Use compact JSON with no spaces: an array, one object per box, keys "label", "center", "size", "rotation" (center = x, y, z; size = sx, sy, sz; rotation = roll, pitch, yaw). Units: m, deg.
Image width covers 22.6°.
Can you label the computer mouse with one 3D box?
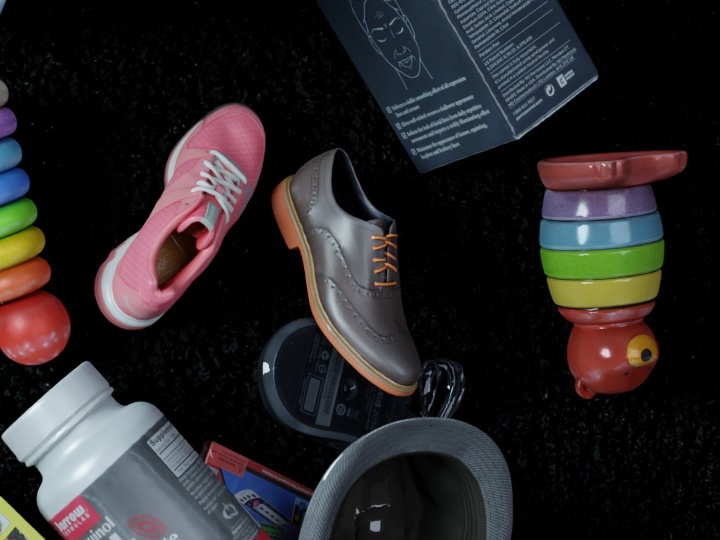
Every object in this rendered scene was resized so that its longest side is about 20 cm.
[{"label":"computer mouse","center":[-0.012,0.105,1.411],"size":[0.199,0.052,0.140],"rotation":[30,70,-34]}]

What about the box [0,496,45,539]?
[{"label":"box","center":[-0.233,0.218,1.250],"size":[0.200,0.075,0.050],"rotation":[47,61,-15]}]

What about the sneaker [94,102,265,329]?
[{"label":"sneaker","center":[-0.117,-0.042,1.347],"size":[0.074,0.087,0.201],"rotation":[38,66,-21]}]

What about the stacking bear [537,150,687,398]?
[{"label":"stacking bear","center":[0.208,0.005,1.515],"size":[0.121,0.113,0.202],"rotation":[-9,98,-38]}]

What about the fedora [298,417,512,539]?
[{"label":"fedora","center":[0.021,0.194,1.356],"size":[0.175,0.090,0.202],"rotation":[-5,105,-24]}]

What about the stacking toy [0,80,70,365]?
[{"label":"stacking toy","center":[-0.257,-0.029,1.272],"size":[0.085,0.085,0.202],"rotation":[-24,98,-30]}]

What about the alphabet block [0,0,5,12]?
[{"label":"alphabet block","center":[-0.320,-0.261,1.167],"size":[0.195,0.200,0.197],"rotation":[23,95,-25]}]

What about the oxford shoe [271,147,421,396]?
[{"label":"oxford shoe","center":[0.000,0.000,1.375],"size":[0.071,0.072,0.201],"rotation":[-5,62,-54]}]

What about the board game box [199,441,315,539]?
[{"label":"board game box","center":[-0.052,0.219,1.385],"size":[0.199,0.019,0.104],"rotation":[28,71,-24]}]

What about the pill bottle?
[{"label":"pill bottle","center":[-0.157,0.165,1.272],"size":[0.200,0.111,0.111],"rotation":[49,63,-2]}]

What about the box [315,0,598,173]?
[{"label":"box","center":[0.069,-0.199,1.441],"size":[0.107,0.148,0.201],"rotation":[-38,102,-29]}]
